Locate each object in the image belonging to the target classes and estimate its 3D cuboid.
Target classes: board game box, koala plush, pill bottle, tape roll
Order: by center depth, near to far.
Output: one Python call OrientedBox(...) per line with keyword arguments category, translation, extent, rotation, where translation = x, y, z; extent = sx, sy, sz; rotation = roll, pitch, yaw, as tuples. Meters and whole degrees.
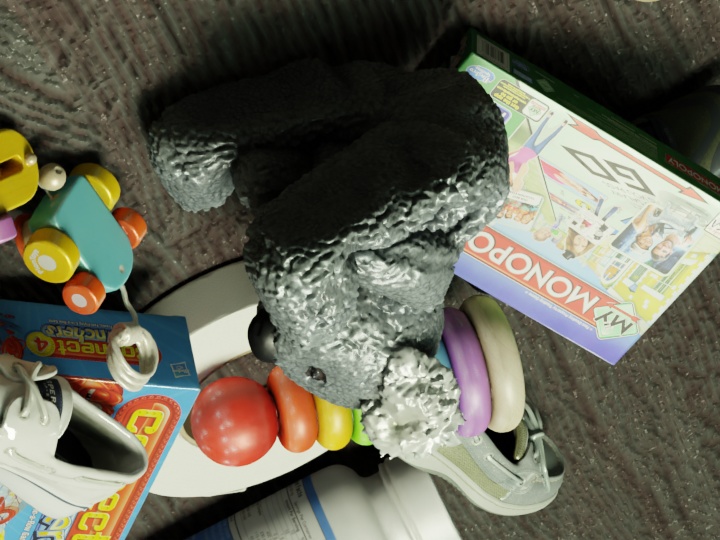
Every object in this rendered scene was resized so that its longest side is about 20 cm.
OrientedBox(category="koala plush", translation=(0.000, 0.000, 1.647), extent=(0.183, 0.177, 0.201), rotation=(-22, 133, -19))
OrientedBox(category="board game box", translation=(-0.218, 0.102, 1.728), extent=(0.195, 0.056, 0.200), rotation=(6, 136, -23))
OrientedBox(category="board game box", translation=(0.108, -0.040, 1.731), extent=(0.199, 0.029, 0.135), rotation=(29, 122, -18))
OrientedBox(category="tape roll", translation=(-0.069, 0.066, 1.835), extent=(0.202, 0.037, 0.203), rotation=(-19, 147, -13))
OrientedBox(category="pill bottle", translation=(-0.033, 0.199, 1.976), extent=(0.199, 0.113, 0.112), rotation=(-26, 148, 1))

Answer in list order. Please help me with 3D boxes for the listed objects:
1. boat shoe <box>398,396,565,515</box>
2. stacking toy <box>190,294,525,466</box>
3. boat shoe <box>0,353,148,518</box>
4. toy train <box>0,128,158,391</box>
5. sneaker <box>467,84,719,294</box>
OrientedBox(category="boat shoe", translation=(0.081, 0.106, 1.965), extent=(0.065, 0.075, 0.202), rotation=(-36, 140, 22))
OrientedBox(category="stacking toy", translation=(-0.005, 0.078, 1.794), extent=(0.199, 0.086, 0.086), rotation=(-14, 146, -13))
OrientedBox(category="boat shoe", translation=(-0.186, 0.073, 1.605), extent=(0.065, 0.074, 0.200), rotation=(-21, 152, 21))
OrientedBox(category="toy train", translation=(-0.192, 0.001, 1.577), extent=(0.055, 0.151, 0.200), rotation=(-11, 164, 34))
OrientedBox(category="sneaker", translation=(0.143, -0.057, 1.784), extent=(0.199, 0.074, 0.081), rotation=(-29, 144, 1))
